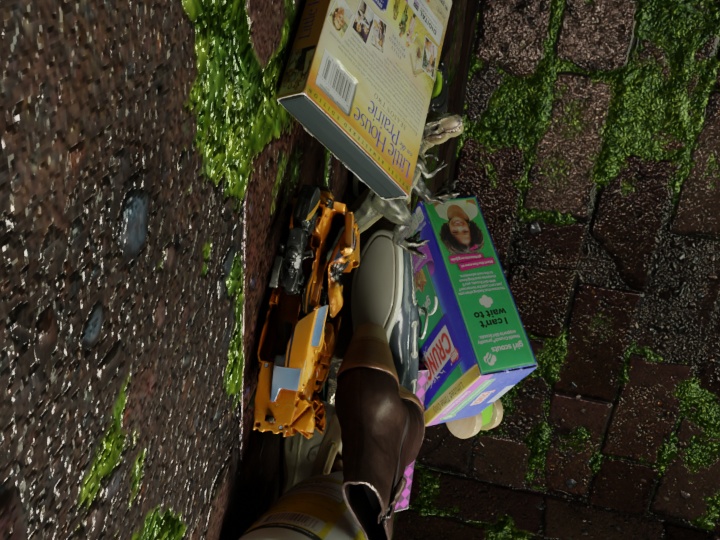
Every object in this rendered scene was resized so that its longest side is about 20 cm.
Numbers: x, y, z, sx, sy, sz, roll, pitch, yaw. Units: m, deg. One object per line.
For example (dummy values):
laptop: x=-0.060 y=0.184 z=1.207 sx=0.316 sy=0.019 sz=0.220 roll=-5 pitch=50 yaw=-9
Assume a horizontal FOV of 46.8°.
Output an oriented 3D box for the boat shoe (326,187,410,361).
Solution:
boat shoe: x=0.000 y=0.000 z=0.905 sx=0.065 sy=0.071 sz=0.202 roll=82 pitch=29 yaw=-78

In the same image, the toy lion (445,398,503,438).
toy lion: x=0.072 y=0.114 z=1.062 sx=0.068 sy=0.199 sz=0.194 roll=-6 pitch=86 yaw=-47

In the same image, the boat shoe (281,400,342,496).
boat shoe: x=-0.041 y=0.214 z=0.856 sx=0.074 sy=0.068 sz=0.201 roll=-69 pitch=166 yaw=-49

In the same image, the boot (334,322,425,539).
boot: x=0.014 y=0.165 z=0.722 sx=0.201 sy=0.072 sz=0.167 roll=74 pitch=15 yaw=-44

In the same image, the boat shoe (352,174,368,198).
boat shoe: x=0.030 y=-0.097 z=0.967 sx=0.200 sy=0.065 sz=0.075 roll=86 pitch=17 yaw=-59

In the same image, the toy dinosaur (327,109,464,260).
toy dinosaur: x=0.037 y=-0.061 z=0.755 sx=0.200 sy=0.088 sz=0.048 roll=-51 pitch=-143 yaw=23

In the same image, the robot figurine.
robot figurine: x=-0.041 y=0.031 z=0.675 sx=0.145 sy=0.058 sz=0.202 roll=60 pitch=41 yaw=-81

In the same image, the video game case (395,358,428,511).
video game case: x=0.019 y=0.155 z=1.007 sx=0.181 sy=0.035 sz=0.202 roll=-129 pitch=-142 yaw=-55

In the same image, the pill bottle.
pill bottle: x=-0.038 y=0.242 z=0.712 sx=0.200 sy=0.110 sz=0.113 roll=-17 pitch=117 yaw=-73

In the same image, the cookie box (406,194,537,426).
cookie box: x=0.098 y=0.048 z=0.919 sx=0.171 sy=0.074 sz=0.202 roll=120 pitch=-43 yaw=-58

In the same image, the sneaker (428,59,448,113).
sneaker: x=0.009 y=-0.153 z=0.749 sx=0.200 sy=0.080 sz=0.075 roll=-25 pitch=106 yaw=-57

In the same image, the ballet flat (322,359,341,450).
ballet flat: x=-0.016 y=0.165 z=0.943 sx=0.068 sy=0.074 sz=0.202 roll=2 pitch=98 yaw=-76

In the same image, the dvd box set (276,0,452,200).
dvd box set: x=0.012 y=-0.178 z=0.656 sx=0.146 sy=0.029 sz=0.202 roll=37 pitch=59 yaw=-46

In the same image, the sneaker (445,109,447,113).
sneaker: x=0.057 y=-0.186 z=0.967 sx=0.200 sy=0.090 sz=0.077 roll=1 pitch=97 yaw=-83

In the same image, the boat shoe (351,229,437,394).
boat shoe: x=0.034 y=0.058 z=0.835 sx=0.061 sy=0.075 sz=0.202 roll=-5 pitch=101 yaw=-35
